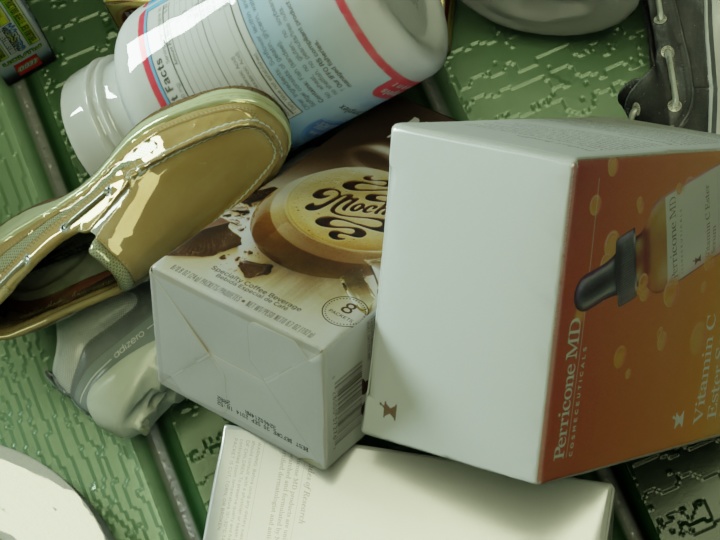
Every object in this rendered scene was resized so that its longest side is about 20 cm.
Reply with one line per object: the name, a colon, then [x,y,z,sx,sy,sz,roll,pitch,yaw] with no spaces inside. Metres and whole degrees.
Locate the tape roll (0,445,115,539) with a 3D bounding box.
tape roll: [-0.222,0.193,1.115,0.201,0.037,0.204,-2,74,6]

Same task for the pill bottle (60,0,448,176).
pill bottle: [-0.060,-0.114,1.118,0.199,0.109,0.109,-26,70,24]

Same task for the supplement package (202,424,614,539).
supplement package: [0.024,0.161,1.053,0.198,0.121,0.121,7,74,9]

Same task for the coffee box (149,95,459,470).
coffee box: [0.000,0.000,1.065,0.113,0.080,0.200,24,43,29]

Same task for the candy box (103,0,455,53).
candy box: [-0.041,-0.193,1.200,0.198,0.055,0.116,4,74,7]

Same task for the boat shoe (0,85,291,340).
boat shoe: [-0.119,-0.019,1.075,0.199,0.072,0.076,-34,26,21]

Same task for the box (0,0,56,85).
box: [-0.247,-0.215,1.201,0.035,0.110,0.201,-29,73,-3]

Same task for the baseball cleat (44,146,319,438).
baseball cleat: [-0.098,-0.006,1.145,0.106,0.070,0.200,35,76,21]

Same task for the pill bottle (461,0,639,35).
pill bottle: [0.116,-0.244,1.166,0.110,0.111,0.201,7,70,8]

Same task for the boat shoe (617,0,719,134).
boat shoe: [0.175,-0.087,1.137,0.067,0.072,0.202,1,71,5]

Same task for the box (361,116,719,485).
box: [0.107,0.008,1.016,0.106,0.199,0.154,14,103,36]
